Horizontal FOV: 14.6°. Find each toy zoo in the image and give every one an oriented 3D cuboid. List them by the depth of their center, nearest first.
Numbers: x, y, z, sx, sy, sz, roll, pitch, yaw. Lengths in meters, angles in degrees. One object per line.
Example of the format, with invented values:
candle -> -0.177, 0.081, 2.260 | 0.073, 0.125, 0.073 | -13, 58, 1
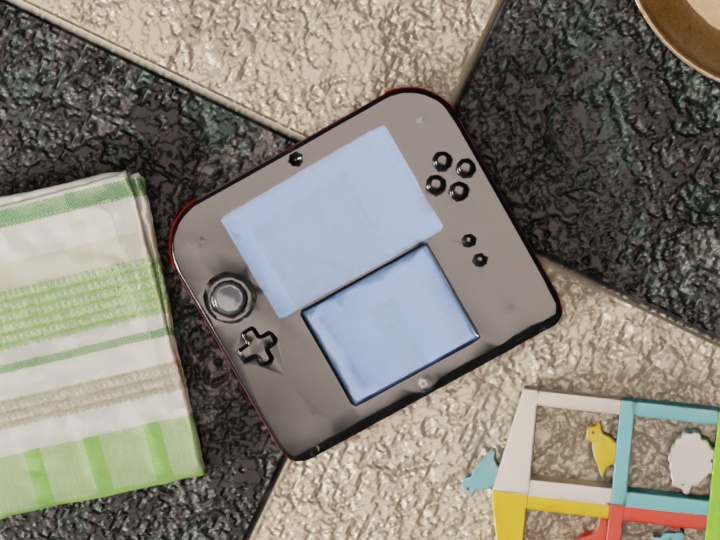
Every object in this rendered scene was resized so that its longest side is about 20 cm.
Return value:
toy zoo -> 0.162, 0.143, 1.735 | 0.200, 0.020, 0.131 | 6, 97, 5

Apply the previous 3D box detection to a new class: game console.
game console -> 0.000, 0.000, 1.730 | 0.200, 0.031, 0.177 | -29, 92, 8

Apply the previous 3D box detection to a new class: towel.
towel -> -0.186, 0.046, 1.757 | 0.149, 0.031, 0.200 | -11, 97, 9

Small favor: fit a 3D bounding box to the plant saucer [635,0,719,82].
plant saucer -> 0.255, -0.206, 1.682 | 0.200, 0.035, 0.201 | 1, 97, 5
